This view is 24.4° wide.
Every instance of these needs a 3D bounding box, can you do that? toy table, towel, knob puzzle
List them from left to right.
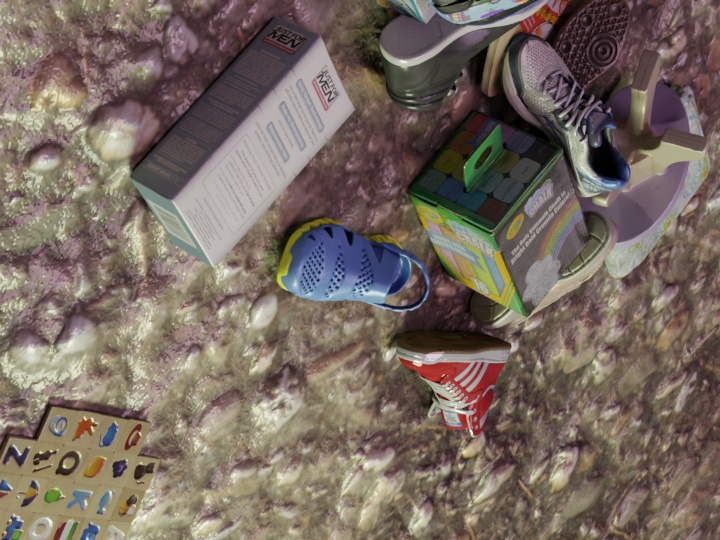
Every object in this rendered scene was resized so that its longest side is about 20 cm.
[{"bbox_3d":[0.179,-0.270,1.719,0.220,0.030,0.220,-46,158,-24],"label":"knob puzzle"},{"bbox_3d":[0.301,-0.137,1.859,0.117,0.182,0.202,54,43,-67],"label":"toy table"},{"bbox_3d":[0.356,-0.110,2.043,0.200,0.048,0.172,-49,142,-18],"label":"towel"}]

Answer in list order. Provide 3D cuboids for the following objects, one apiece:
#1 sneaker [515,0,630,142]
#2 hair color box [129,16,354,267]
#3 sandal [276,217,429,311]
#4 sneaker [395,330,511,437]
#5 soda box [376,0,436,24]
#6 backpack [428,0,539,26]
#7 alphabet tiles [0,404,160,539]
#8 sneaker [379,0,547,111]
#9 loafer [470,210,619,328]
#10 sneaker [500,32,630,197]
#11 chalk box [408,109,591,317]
[{"bbox_3d":[0.217,-0.210,1.787,0.070,0.076,0.201,28,97,-13],"label":"sneaker"},{"bbox_3d":[-0.100,-0.113,1.456,0.200,0.060,0.099,-49,143,-17],"label":"hair color box"},{"bbox_3d":[0.000,0.000,1.635,0.199,0.087,0.080,0,114,-49],"label":"sandal"},{"bbox_3d":[0.095,0.128,1.849,0.199,0.071,0.113,4,106,-55],"label":"sneaker"},{"bbox_3d":[0.087,-0.328,1.549,0.200,0.063,0.069,-51,143,-15],"label":"soda box"},{"bbox_3d":[0.130,-0.314,1.446,0.199,0.135,0.182,-30,149,14],"label":"backpack"},{"bbox_3d":[-0.266,0.205,1.501,0.199,0.006,0.168,18,97,-54],"label":"alphabet tiles"},{"bbox_3d":[0.097,-0.225,1.605,0.199,0.071,0.099,-30,156,-22],"label":"sneaker"},{"bbox_3d":[0.211,0.000,1.855,0.200,0.072,0.063,-37,150,28],"label":"loafer"},{"bbox_3d":[0.220,-0.162,1.703,0.077,0.085,0.201,-46,118,-20],"label":"sneaker"},{"bbox_3d":[0.141,-0.073,1.734,0.125,0.123,0.201,-48,141,-17],"label":"chalk box"}]
